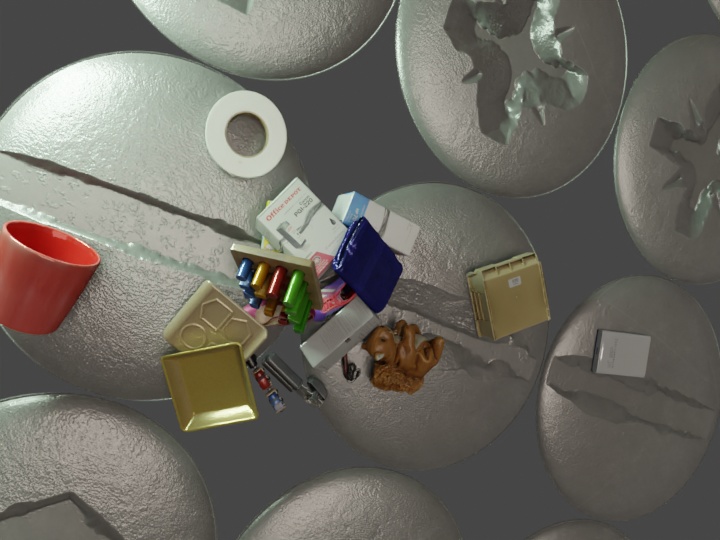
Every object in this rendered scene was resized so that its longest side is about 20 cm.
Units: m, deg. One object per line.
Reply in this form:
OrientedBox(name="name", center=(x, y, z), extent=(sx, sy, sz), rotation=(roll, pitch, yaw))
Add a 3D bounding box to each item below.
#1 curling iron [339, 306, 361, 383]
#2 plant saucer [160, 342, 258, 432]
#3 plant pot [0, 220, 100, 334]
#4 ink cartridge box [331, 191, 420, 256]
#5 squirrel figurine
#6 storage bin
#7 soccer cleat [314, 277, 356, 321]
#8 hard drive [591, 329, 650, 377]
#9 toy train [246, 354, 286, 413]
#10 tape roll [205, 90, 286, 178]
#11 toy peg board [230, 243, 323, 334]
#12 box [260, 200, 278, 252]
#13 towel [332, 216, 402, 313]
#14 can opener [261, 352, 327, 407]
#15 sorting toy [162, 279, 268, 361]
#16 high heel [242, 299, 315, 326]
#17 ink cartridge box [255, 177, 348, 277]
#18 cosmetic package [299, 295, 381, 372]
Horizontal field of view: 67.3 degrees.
OrientedBox(name="curling iron", center=(-0.035, 0.194, 1.432), extent=(0.048, 0.026, 0.207), rotation=(-10, 88, 14))
OrientedBox(name="plant saucer", center=(-0.354, 0.272, 1.296), extent=(0.193, 0.049, 0.206), rotation=(-10, 106, 2))
OrientedBox(name="plant pot", center=(-0.676, 0.021, 1.136), extent=(0.197, 0.200, 0.181), rotation=(26, 96, -18))
OrientedBox(name="ink cartridge box", center=(0.032, -0.116, 1.370), extent=(0.196, 0.146, 0.088), rotation=(26, 85, -18))
OrientedBox(name="squirrel figurine", center=(0.092, 0.232, 1.412), extent=(0.182, 0.141, 0.206), rotation=(8, 103, -32))
OrientedBox(name="storage bin", center=(0.420, 0.071, 1.540), extent=(0.194, 0.093, 0.205), rotation=(-16, 98, -16))
OrientedBox(name="soccer cleat", center=(-0.062, 0.068, 1.356), extent=(0.068, 0.074, 0.199), rotation=(41, 113, -17))
OrientedBox(name="hard drive", center=(0.833, 0.265, 1.725), extent=(0.194, 0.025, 0.137), rotation=(8, 92, -18))
OrientedBox(name="toy train", center=(-0.245, 0.276, 1.363), extent=(0.034, 0.046, 0.204), rotation=(-32, 103, -13))
OrientedBox(name="tape roll", center=(-0.276, -0.326, 1.311), extent=(0.196, 0.037, 0.210), rotation=(-2, 95, -18))
OrientedBox(name="toy peg board", center=(-0.198, 0.052, 1.236), extent=(0.193, 0.202, 0.100), rotation=(12, 60, 10))
OrientedBox(name="box", center=(-0.190, -0.063, 1.355), extent=(0.114, 0.048, 0.207), rotation=(8, 89, -18))
OrientedBox(name="towel", center=(0.017, -0.010, 1.279), extent=(0.200, 0.049, 0.150), rotation=(47, 64, -40))
OrientedBox(name="can opener", center=(-0.166, 0.277, 1.396), extent=(0.200, 0.053, 0.067), rotation=(48, 48, -15))
OrientedBox(name="sorting toy", center=(-0.348, 0.150, 1.306), extent=(0.199, 0.037, 0.185), rotation=(42, 100, -12))
OrientedBox(name="high heel", center=(-0.210, 0.114, 1.334), extent=(0.194, 0.096, 0.070), rotation=(-2, 103, -19))
OrientedBox(name="ink cartridge box", center=(-0.132, -0.093, 1.281), extent=(0.200, 0.085, 0.146), rotation=(44, 73, 1))
OrientedBox(name="cosmetic package", center=(-0.048, 0.162, 1.363), extent=(0.199, 0.102, 0.074), rotation=(-43, 68, 1))
